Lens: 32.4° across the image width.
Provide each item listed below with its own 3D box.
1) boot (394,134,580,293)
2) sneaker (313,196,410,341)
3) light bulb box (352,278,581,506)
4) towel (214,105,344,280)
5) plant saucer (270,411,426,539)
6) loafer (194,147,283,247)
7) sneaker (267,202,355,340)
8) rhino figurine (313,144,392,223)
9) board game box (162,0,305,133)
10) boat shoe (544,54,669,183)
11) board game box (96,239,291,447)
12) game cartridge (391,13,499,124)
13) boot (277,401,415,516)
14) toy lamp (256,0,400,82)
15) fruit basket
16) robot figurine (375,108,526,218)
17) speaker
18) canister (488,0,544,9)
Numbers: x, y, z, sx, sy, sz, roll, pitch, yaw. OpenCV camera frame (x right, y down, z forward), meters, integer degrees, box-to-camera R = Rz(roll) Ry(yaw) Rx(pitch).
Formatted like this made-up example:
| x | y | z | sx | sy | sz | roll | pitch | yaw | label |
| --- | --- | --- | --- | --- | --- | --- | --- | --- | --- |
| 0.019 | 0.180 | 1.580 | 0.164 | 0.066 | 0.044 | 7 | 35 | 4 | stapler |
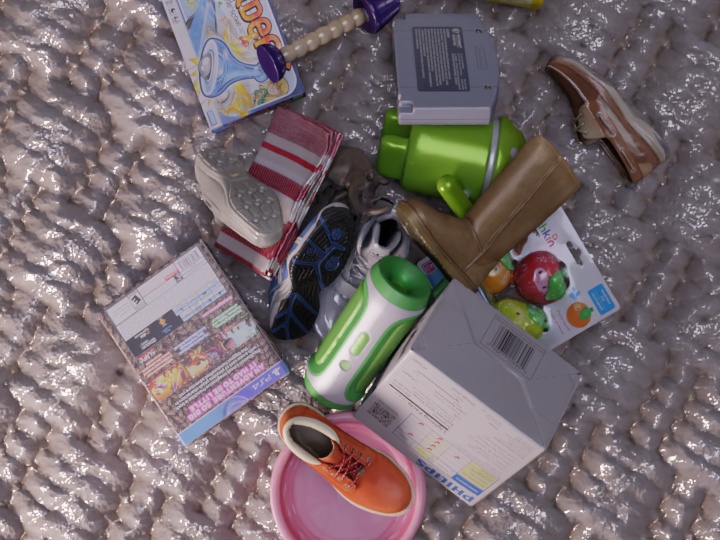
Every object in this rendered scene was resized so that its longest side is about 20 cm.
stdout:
| x | y | z | sx | sy | sz | roll | pitch | yaw | label |
| --- | --- | --- | --- | --- | --- | --- | --- | --- | --- |
| 0.152 | -0.087 | 1.482 | 0.200 | 0.066 | 0.175 | -46 | 131 | -4 | boot |
| 0.000 | 0.000 | 1.553 | 0.074 | 0.115 | 0.202 | 25 | 87 | -11 | sneaker |
| 0.125 | 0.152 | 1.500 | 0.197 | 0.200 | 0.125 | 37 | 55 | 0 | light bulb box |
| -0.108 | -0.101 | 1.552 | 0.023 | 0.143 | 0.202 | 25 | 92 | -40 | towel |
| -0.016 | 0.281 | 1.580 | 0.197 | 0.051 | 0.204 | 0 | 88 | -1 | plant saucer |
| -0.150 | -0.081 | 1.532 | 0.069 | 0.200 | 0.071 | -11 | 127 | -24 | loafer |
| -0.071 | -0.009 | 1.536 | 0.075 | 0.078 | 0.201 | 11 | 126 | -31 | sneaker |
| -0.029 | -0.117 | 1.546 | 0.199 | 0.060 | 0.088 | 33 | 93 | 43 | rhino figurine |
| -0.167 | -0.297 | 1.603 | 0.134 | 0.034 | 0.203 | -22 | 89 | -2 | board game box |
| 0.308 | -0.195 | 1.596 | 0.200 | 0.076 | 0.072 | 44 | 89 | 2 | boat shoe |
| -0.206 | 0.090 | 1.557 | 0.158 | 0.097 | 0.201 | -34 | 89 | -3 | board game box |
| 0.107 | -0.253 | 1.553 | 0.131 | 0.042 | 0.202 | 3 | 45 | -4 | game cartridge |
| -0.017 | 0.237 | 1.505 | 0.199 | 0.107 | 0.076 | 34 | 86 | -2 | boot |
| -0.037 | -0.305 | 1.581 | 0.198 | 0.058 | 0.059 | -31 | 89 | -17 | toy lamp |
| 0.196 | 0.021 | 1.561 | 0.198 | 0.094 | 0.187 | -31 | 89 | 17 | fruit basket |
| 0.121 | -0.147 | 1.566 | 0.197 | 0.116 | 0.178 | 11 | 57 | -1 | robot figurine |
| 0.006 | 0.078 | 1.508 | 0.088 | 0.089 | 0.201 | 34 | 123 | 0 | speaker |
| 0.148 | -0.423 | 1.593 | 0.197 | 0.087 | 0.151 | 9 | 87 | -3 | canister |
